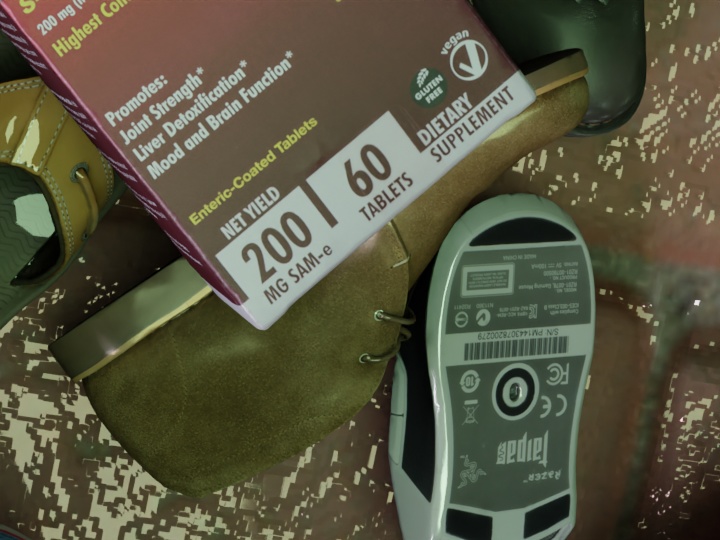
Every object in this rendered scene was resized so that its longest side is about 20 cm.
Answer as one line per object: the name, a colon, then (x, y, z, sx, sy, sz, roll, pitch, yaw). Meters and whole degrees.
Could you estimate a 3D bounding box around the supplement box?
supplement box: (-0.053, -0.095, 0.736, 0.109, 0.061, 0.200, -40, 106, -6)

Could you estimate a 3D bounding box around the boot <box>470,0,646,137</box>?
boot: (0.089, -0.133, 0.801, 0.069, 0.174, 0.201, -21, 106, -26)

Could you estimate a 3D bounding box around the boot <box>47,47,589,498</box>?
boot: (0.000, 0.000, 0.846, 0.199, 0.074, 0.076, -34, 91, 11)

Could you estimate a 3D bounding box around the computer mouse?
computer mouse: (0.042, 0.071, 0.902, 0.109, 0.044, 0.201, -1, 100, -31)

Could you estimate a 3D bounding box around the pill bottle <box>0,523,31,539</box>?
pill bottle: (-0.125, 0.138, 0.787, 0.108, 0.200, 0.110, -3, 102, -15)

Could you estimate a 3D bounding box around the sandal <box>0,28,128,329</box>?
sandal: (-0.114, -0.028, 0.794, 0.082, 0.055, 0.200, 35, 106, -19)
